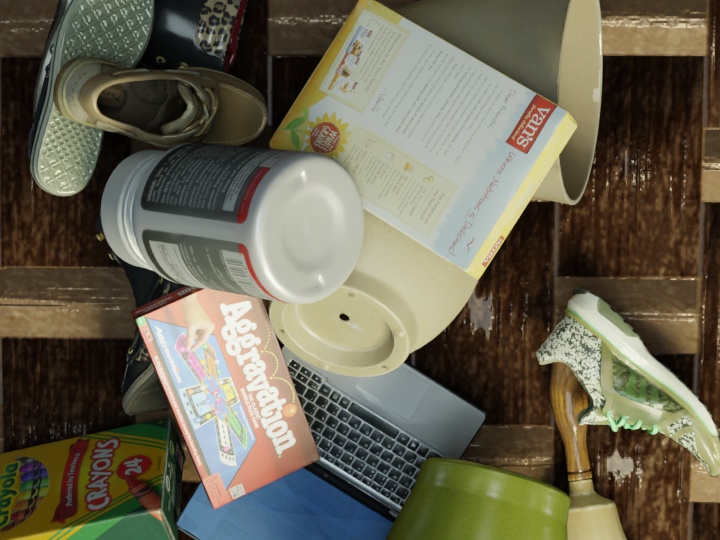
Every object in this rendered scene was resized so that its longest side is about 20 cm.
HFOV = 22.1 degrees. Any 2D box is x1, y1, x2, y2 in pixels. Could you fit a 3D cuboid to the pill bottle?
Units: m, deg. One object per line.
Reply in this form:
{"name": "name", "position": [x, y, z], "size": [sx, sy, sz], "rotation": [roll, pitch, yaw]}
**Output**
{"name": "pill bottle", "position": [-0.103, -0.041, 1.429], "size": [0.200, 0.114, 0.114], "rotation": [9, 102, 45]}

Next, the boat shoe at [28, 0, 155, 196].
{"name": "boat shoe", "position": [-0.224, -0.160, 1.510], "size": [0.074, 0.062, 0.201], "rotation": [17, 92, -22]}

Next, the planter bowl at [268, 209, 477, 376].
{"name": "planter bowl", "position": [0.000, 0.000, 1.513], "size": [0.199, 0.135, 0.201], "rotation": [12, 141, 9]}

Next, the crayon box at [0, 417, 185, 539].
{"name": "crayon box", "position": [-0.258, 0.205, 1.619], "size": [0.199, 0.127, 0.051], "rotation": [-13, 124, 7]}

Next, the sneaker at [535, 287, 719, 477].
{"name": "sneaker", "position": [0.228, 0.112, 1.585], "size": [0.089, 0.077, 0.200], "rotation": [-43, 85, -2]}

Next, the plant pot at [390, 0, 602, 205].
{"name": "plant pot", "position": [0.085, -0.156, 1.524], "size": [0.199, 0.187, 0.188], "rotation": [5, 99, 18]}

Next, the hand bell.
{"name": "hand bell", "position": [0.189, 0.172, 1.610], "size": [0.104, 0.104, 0.201], "rotation": [-9, 85, 7]}

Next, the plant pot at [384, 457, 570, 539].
{"name": "plant pot", "position": [0.092, 0.263, 1.527], "size": [0.199, 0.200, 0.194], "rotation": [15, 78, 3]}

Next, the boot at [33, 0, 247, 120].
{"name": "boot", "position": [-0.189, -0.180, 1.580], "size": [0.150, 0.073, 0.201], "rotation": [17, 97, 1]}

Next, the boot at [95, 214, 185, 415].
{"name": "boot", "position": [-0.181, 0.022, 1.605], "size": [0.073, 0.200, 0.151], "rotation": [-13, 63, -28]}

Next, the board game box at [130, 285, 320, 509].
{"name": "board game box", "position": [-0.109, 0.097, 1.529], "size": [0.103, 0.019, 0.201], "rotation": [-25, 121, -11]}

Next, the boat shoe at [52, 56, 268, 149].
{"name": "boat shoe", "position": [-0.149, -0.127, 1.490], "size": [0.199, 0.064, 0.072], "rotation": [2, 104, -40]}

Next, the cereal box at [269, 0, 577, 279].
{"name": "cereal box", "position": [0.046, -0.104, 1.418], "size": [0.200, 0.040, 0.144], "rotation": [34, 90, 22]}

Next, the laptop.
{"name": "laptop", "position": [-0.023, 0.171, 1.599], "size": [0.187, 0.116, 0.200], "rotation": [32, 107, -1]}
